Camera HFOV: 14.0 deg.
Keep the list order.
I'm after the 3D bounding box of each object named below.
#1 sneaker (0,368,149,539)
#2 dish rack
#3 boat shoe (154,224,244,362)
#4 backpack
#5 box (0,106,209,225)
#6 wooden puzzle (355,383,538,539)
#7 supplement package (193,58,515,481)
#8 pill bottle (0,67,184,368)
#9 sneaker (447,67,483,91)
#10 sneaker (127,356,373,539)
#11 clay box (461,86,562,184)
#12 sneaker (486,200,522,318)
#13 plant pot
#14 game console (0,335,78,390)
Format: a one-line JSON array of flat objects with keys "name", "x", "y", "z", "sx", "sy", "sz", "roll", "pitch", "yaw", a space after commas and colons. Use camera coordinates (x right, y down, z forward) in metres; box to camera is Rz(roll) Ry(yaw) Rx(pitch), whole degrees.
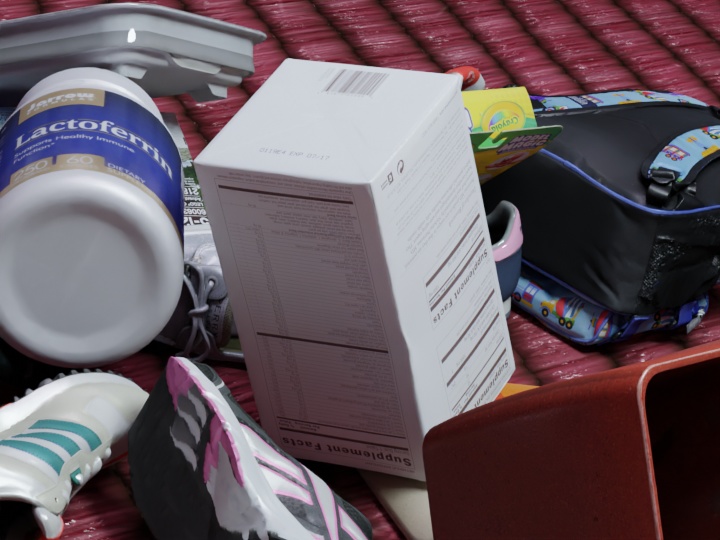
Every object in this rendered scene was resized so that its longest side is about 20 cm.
[{"name": "sneaker", "x": -0.170, "y": 0.113, "z": 1.507, "sx": 0.200, "sy": 0.070, "sz": 0.093, "roll": -9, "pitch": 50, "yaw": -47}, {"name": "dish rack", "x": -0.174, "y": -0.124, "z": 1.817, "sx": 0.200, "sy": 0.044, "sz": 0.172, "roll": -7, "pitch": -8, "yaw": 29}, {"name": "boat shoe", "x": -0.058, "y": 0.023, "z": 1.745, "sx": 0.202, "sy": 0.075, "sz": 0.065, "roll": 11, "pitch": 20, "yaw": -14}, {"name": "backpack", "x": 0.186, "y": -0.044, "z": 1.954, "sx": 0.182, "sy": 0.135, "sz": 0.200, "roll": 31, "pitch": 29, "yaw": 36}, {"name": "box", "x": -0.189, "y": -0.037, "z": 1.787, "sx": 0.200, "sy": 0.038, "sz": 0.137, "roll": 0, "pitch": 51, "yaw": -30}, {"name": "wooden puzzle", "x": 0.094, "y": 0.105, "z": 1.685, "sx": 0.200, "sy": 0.037, "sz": 0.185, "roll": 2, "pitch": 26, "yaw": -24}, {"name": "supplement package", "x": 0.000, "y": 0.000, "z": 1.614, "sx": 0.114, "sy": 0.200, "sz": 0.110, "roll": 9, "pitch": 39, "yaw": 28}, {"name": "pill bottle", "x": -0.156, "y": -0.036, "z": 1.655, "sx": 0.116, "sy": 0.116, "sz": 0.200, "roll": 10, "pitch": 23, "yaw": -8}, {"name": "sneaker", "x": 0.046, "y": -0.107, "z": 2.058, "sx": 0.200, "sy": 0.094, "sz": 0.070, "roll": 23, "pitch": 25, "yaw": 24}, {"name": "sneaker", "x": -0.044, "y": 0.130, "z": 1.502, "sx": 0.086, "sy": 0.080, "sz": 0.200, "roll": 4, "pitch": 44, "yaw": -48}, {"name": "clay box", "x": 0.026, "y": -0.068, "z": 1.874, "sx": 0.115, "sy": 0.200, "sz": 0.048, "roll": -8, "pitch": 74, "yaw": -40}, {"name": "sneaker", "x": 0.010, "y": -0.015, "z": 1.856, "sx": 0.200, "sy": 0.082, "sz": 0.070, "roll": 1, "pitch": 28, "yaw": -26}, {"name": "plant pot", "x": 0.144, "y": 0.131, "z": 1.443, "sx": 0.200, "sy": 0.200, "sz": 0.176, "roll": -11, "pitch": 6, "yaw": -44}, {"name": "game console", "x": -0.276, "y": 0.007, "z": 1.644, "sx": 0.200, "sy": 0.116, "sz": 0.176, "roll": 59, "pitch": 15, "yaw": 27}]
